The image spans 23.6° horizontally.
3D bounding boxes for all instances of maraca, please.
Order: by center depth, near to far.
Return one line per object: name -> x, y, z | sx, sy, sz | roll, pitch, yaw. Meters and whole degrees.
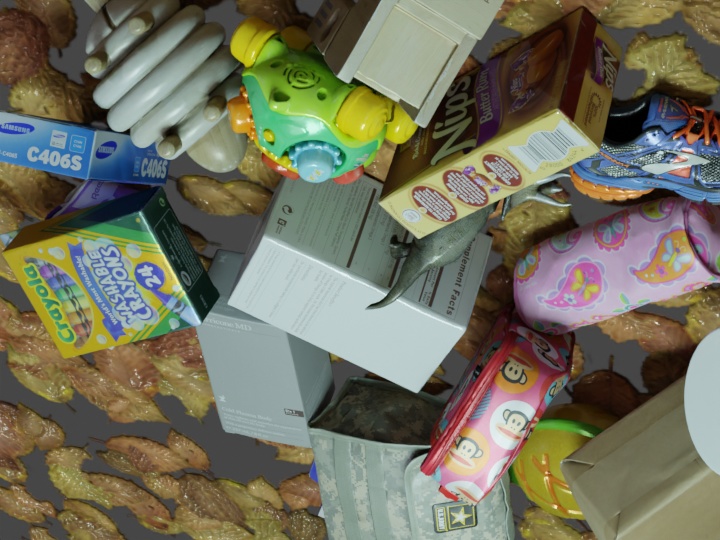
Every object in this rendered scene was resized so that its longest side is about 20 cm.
maraca -> 0.203, 0.194, 1.713 | 0.137, 0.108, 0.200 | 36, 150, -12

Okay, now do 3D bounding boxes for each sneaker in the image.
sneaker -> 0.254, -0.102, 1.367 | 0.198, 0.076, 0.079 | -4, 133, 24
sneaker -> -0.259, -0.015, 1.692 | 0.113, 0.073, 0.202 | 23, 131, 1

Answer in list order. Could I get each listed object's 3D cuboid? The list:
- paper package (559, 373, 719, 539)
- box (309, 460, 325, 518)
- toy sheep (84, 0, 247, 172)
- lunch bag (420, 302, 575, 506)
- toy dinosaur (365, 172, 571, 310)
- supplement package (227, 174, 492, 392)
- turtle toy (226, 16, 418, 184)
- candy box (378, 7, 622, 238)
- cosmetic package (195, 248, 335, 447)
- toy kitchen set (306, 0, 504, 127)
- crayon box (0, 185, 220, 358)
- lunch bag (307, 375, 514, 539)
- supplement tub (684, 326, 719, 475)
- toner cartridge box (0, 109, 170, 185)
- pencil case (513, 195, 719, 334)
paper package -> 0.308, 0.211, 1.607 | 0.190, 0.104, 0.201 | -35, 136, -1
box -> 0.038, 0.255, 1.904 | 0.198, 0.042, 0.120 | 18, 142, -1
toy sheep -> -0.164, -0.164, 1.421 | 0.137, 0.138, 0.201 | -28, 102, 43
lunch bag -> 0.120, 0.128, 1.559 | 0.081, 0.200, 0.177 | 31, 104, 3
toy dinosaur -> 0.074, -0.045, 1.461 | 0.077, 0.199, 0.102 | 60, 161, -20
supplement package -> 0.000, 0.000, 1.556 | 0.198, 0.118, 0.117 | 26, 140, -7
turtle toy -> -0.033, -0.125, 1.403 | 0.145, 0.200, 0.102 | 35, 104, 18
candy box -> 0.110, -0.114, 1.375 | 0.056, 0.118, 0.199 | 39, 137, -24
cosmetic package -> -0.094, 0.079, 1.715 | 0.106, 0.091, 0.201 | 9, 143, 18
toy kitchen set -> 0.018, -0.250, 1.291 | 0.162, 0.181, 0.201 | 29, 101, -17
crayon box -> -0.248, 0.008, 1.623 | 0.198, 0.052, 0.127 | -14, 116, 29
lunch bag -> 0.061, 0.217, 1.741 | 0.198, 0.118, 0.166 | 9, 125, 28
supplement tub -> 0.388, 0.108, 1.451 | 0.198, 0.133, 0.132 | 0, 149, -27
toner cartridge box -> -0.239, -0.105, 1.491 | 0.094, 0.044, 0.200 | 11, -176, 11
pencil case -> 0.225, -0.005, 1.487 | 0.199, 0.088, 0.087 | -23, 126, 40
